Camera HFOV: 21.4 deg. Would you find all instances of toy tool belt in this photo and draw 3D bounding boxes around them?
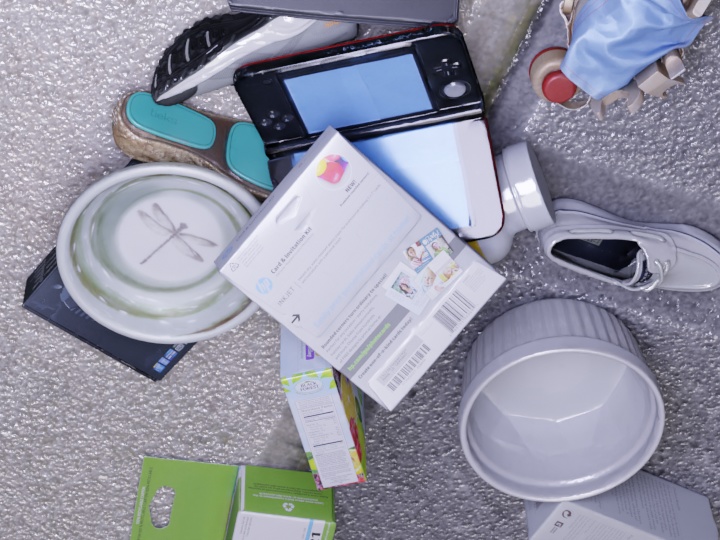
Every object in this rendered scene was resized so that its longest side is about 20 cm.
[{"bbox_3d":[0.220,-0.195,1.614,0.125,0.123,0.200,32,120,-23],"label":"toy tool belt"}]

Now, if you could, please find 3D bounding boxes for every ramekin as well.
[{"bbox_3d":[0.191,0.121,1.865,0.200,0.105,0.200,-1,127,-2],"label":"ramekin"}]

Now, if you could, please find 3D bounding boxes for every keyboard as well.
[{"bbox_3d":[-0.013,-0.269,1.578,0.200,0.021,0.127,5,90,-7],"label":"keyboard"}]

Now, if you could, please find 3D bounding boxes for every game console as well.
[{"bbox_3d":[0.008,-0.103,1.626,0.200,0.119,0.172,-11,150,10],"label":"game console"}]

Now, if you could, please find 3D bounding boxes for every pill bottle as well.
[{"bbox_3d":[0.070,-0.048,1.726,0.200,0.112,0.112,-19,126,11],"label":"pill bottle"}]

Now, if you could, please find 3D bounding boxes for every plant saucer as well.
[{"bbox_3d":[-0.173,-0.024,1.718,0.200,0.050,0.200,-1,126,-2],"label":"plant saucer"}]

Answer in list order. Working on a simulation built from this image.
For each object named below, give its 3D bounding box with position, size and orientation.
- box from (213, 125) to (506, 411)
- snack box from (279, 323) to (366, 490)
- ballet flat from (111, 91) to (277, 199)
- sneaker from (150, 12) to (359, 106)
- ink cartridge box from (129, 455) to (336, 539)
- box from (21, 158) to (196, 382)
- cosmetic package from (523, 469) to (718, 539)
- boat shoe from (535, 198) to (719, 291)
[{"bbox_3d":[0.000,0.000,1.622,0.200,0.041,0.156,39,93,-19],"label":"box"},{"bbox_3d":[-0.034,0.083,1.766,0.053,0.200,0.142,-10,127,6],"label":"snack box"},{"bbox_3d":[-0.132,-0.105,1.715,0.200,0.071,0.065,23,149,-16],"label":"ballet flat"},{"bbox_3d":[-0.092,-0.187,1.640,0.200,0.074,0.079,-25,129,16],"label":"sneaker"},{"bbox_3d":[-0.137,0.279,1.989,0.200,0.076,0.148,7,127,-9],"label":"ink cartridge box"},{"bbox_3d":[-0.197,-0.003,1.792,0.160,0.044,0.200,33,119,-24],"label":"box"},{"bbox_3d":[0.270,0.258,1.976,0.200,0.101,0.071,23,124,-18],"label":"cosmetic package"},{"bbox_3d":[0.259,-0.008,1.793,0.200,0.065,0.074,11,126,-10],"label":"boat shoe"}]
